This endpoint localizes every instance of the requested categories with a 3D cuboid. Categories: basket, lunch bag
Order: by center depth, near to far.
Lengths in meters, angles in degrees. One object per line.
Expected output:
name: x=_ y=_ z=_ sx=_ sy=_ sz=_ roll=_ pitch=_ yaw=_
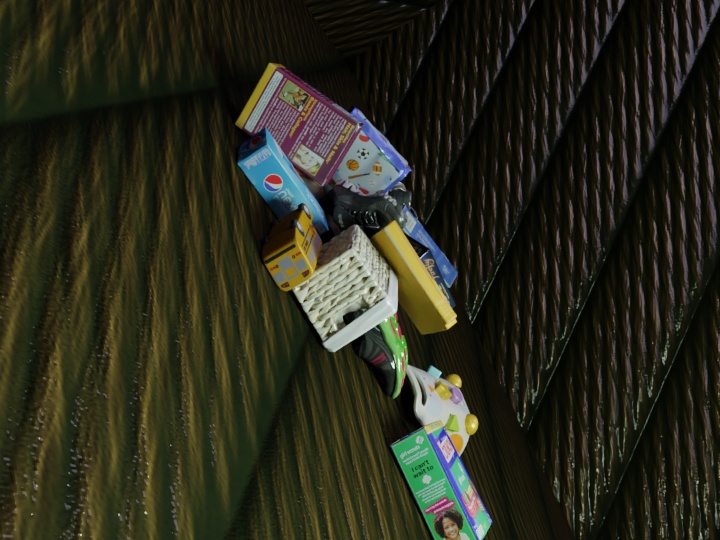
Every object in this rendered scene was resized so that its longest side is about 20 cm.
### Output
basket: x=-0.024 y=0.021 z=1.386 sx=0.125 sy=0.134 sz=0.200 roll=56 pitch=10 yaw=-12
lunch bag: x=-0.005 y=-0.225 z=1.695 sx=0.170 sy=0.125 sz=0.199 roll=44 pitch=-28 yaw=-13

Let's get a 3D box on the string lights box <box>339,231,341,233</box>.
string lights box: x=-0.019 y=-0.115 z=1.841 sx=0.203 sy=0.101 sz=0.059 roll=60 pitch=8 yaw=-5

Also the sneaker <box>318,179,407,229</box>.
sneaker: x=-0.003 y=-0.102 z=1.534 sx=0.198 sy=0.090 sz=0.068 roll=26 pitch=-40 yaw=42

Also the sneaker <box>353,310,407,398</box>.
sneaker: x=0.036 y=0.139 z=1.524 sx=0.077 sy=0.082 sz=0.204 roll=-64 pitch=145 yaw=-55

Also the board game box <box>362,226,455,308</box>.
board game box: x=0.085 y=-0.014 z=1.559 sx=0.199 sy=0.034 sz=0.137 roll=38 pitch=-19 yaw=53

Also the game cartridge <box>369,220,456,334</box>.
game cartridge: x=0.085 y=0.017 z=1.485 sx=0.202 sy=0.032 sz=0.176 roll=55 pitch=-14 yaw=-2

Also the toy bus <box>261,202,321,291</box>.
toy bus: x=-0.105 y=-0.042 z=1.348 sx=0.079 sy=0.064 sz=0.200 roll=58 pitch=11 yaw=-14

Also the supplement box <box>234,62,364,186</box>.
supplement box: x=-0.109 y=-0.268 z=1.551 sx=0.198 sy=0.132 sz=0.103 roll=35 pitch=13 yaw=-2

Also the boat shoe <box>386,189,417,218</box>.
boat shoe: x=0.087 y=-0.094 z=1.766 sx=0.203 sy=0.061 sz=0.075 roll=76 pitch=16 yaw=-58

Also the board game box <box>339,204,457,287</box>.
board game box: x=0.068 y=-0.049 z=1.709 sx=0.196 sy=0.044 sz=0.201 roll=4 pitch=-37 yaw=48

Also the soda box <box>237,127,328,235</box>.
soda box: x=-0.134 y=-0.141 z=1.474 sx=0.201 sy=0.063 sz=0.068 roll=55 pitch=12 yaw=-32

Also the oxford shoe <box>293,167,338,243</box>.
oxford shoe: x=-0.093 y=-0.115 z=1.595 sx=0.200 sy=0.070 sz=0.074 roll=47 pitch=26 yaw=-45

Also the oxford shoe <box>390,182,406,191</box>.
oxford shoe: x=0.030 y=-0.139 z=1.910 sx=0.058 sy=0.197 sz=0.077 roll=37 pitch=-32 yaw=46

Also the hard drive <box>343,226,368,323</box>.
hard drive: x=0.008 y=0.023 z=1.611 sx=0.140 sy=0.037 sz=0.204 roll=50 pitch=37 yaw=-48

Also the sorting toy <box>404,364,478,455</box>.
sorting toy: x=0.131 y=0.251 z=1.650 sx=0.179 sy=0.106 sz=0.203 roll=38 pitch=24 yaw=-47

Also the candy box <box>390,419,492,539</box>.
candy box: x=0.138 y=0.362 z=1.437 sx=0.203 sy=0.076 sz=0.169 roll=62 pitch=11 yaw=12
